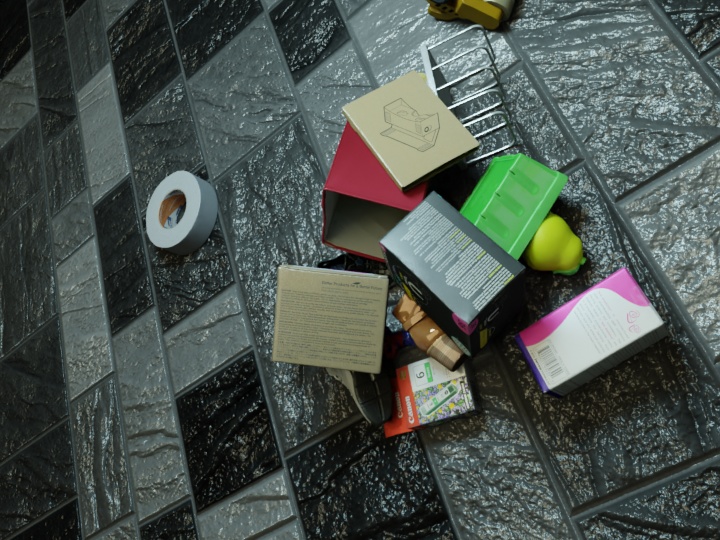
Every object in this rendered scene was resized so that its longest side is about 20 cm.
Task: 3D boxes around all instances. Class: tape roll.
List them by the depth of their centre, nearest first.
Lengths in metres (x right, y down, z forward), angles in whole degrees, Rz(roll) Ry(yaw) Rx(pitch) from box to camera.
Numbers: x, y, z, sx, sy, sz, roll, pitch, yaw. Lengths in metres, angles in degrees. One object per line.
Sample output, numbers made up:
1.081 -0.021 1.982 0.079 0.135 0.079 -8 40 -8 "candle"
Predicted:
-0.458 -0.147 1.536 0.196 0.066 0.206 -9 71 29 "tape roll"

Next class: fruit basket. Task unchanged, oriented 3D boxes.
0.281 -0.071 1.028 0.220 0.211 0.155 -66 18 -2 "fruit basket"

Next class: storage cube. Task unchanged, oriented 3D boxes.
0.036 -0.143 1.097 0.194 0.172 0.184 14 59 4 "storage cube"

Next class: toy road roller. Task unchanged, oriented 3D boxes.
0.214 -0.571 1.226 0.195 0.146 0.126 22 86 -3 "toy road roller"

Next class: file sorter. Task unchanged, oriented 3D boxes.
0.206 -0.326 1.132 0.122 0.138 0.206 -17 67 22 "file sorter"

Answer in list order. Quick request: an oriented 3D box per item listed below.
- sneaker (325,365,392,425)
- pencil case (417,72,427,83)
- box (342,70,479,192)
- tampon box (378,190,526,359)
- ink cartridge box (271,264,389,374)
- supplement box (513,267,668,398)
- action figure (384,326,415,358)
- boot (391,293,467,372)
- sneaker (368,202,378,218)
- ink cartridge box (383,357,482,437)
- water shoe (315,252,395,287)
-0.007 0.206 1.150 0.204 0.074 0.116 66 152 19 "sneaker"
0.116 -0.291 1.205 0.081 0.090 0.206 -8 73 29 "pencil case"
0.084 -0.246 1.040 0.161 0.021 0.202 -29 65 -13 "box"
0.146 0.009 0.954 0.126 0.151 0.200 -40 61 -8 "tampon box"
-0.051 0.083 1.059 0.194 0.075 0.170 6 93 4 "ink cartridge box"
0.357 0.101 0.934 0.198 0.103 0.103 -36 59 20 "supplement box"
0.084 0.114 1.107 0.196 0.098 0.067 -21 64 28 "action figure"
0.163 0.056 1.049 0.199 0.074 0.154 -42 64 -15 "boot"
0.011 -0.137 1.248 0.081 0.073 0.203 -46 57 36 "sneaker"
0.111 0.224 1.082 0.196 0.050 0.112 -22 65 24 "ink cartridge box"
0.000 0.000 1.199 0.195 0.078 0.074 -11 71 29 "water shoe"
